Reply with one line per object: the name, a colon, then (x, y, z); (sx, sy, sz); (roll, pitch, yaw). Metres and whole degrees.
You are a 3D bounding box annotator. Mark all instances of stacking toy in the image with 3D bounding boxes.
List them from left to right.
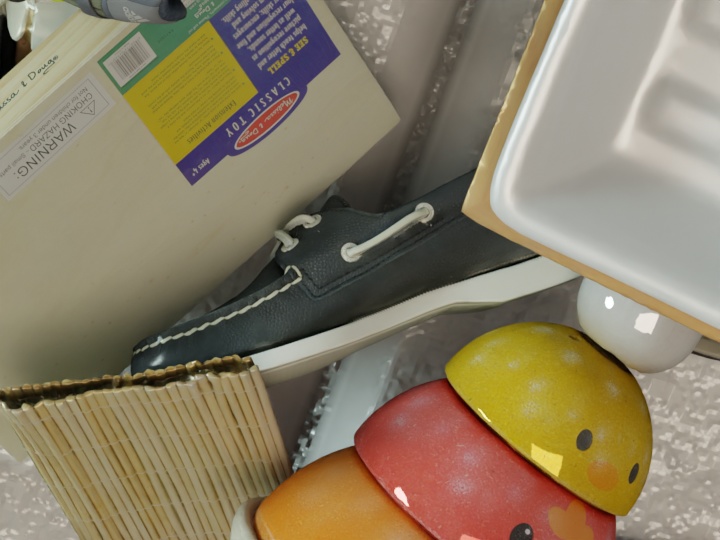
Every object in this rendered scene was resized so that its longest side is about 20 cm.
stacking toy: (0.058, 0.068, 0.962); (0.146, 0.146, 0.201); (33, 100, -15)

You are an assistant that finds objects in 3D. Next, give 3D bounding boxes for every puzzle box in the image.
puzzle box: (-0.087, -0.033, 0.941); (0.200, 0.025, 0.133); (-42, 139, -5)

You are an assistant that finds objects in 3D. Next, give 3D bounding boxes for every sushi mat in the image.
sushi mat: (-0.074, 0.077, 0.989); (0.095, 0.012, 0.200); (-9, 157, 1)

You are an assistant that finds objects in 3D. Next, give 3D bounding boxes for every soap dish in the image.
soap dish: (0.143, -0.078, 0.887); (0.157, 0.081, 0.201); (26, 107, 11)

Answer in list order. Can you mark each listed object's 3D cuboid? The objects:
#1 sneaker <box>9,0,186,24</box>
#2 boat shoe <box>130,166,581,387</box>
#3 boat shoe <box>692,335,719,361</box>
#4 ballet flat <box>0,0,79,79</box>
sneaker: (-0.044, -0.162, 0.884); (0.081, 0.074, 0.201); (29, 80, 26)
boat shoe: (0.000, 0.000, 0.982); (0.199, 0.076, 0.061); (-18, 87, -19)
boat shoe: (0.202, 0.008, 1.009); (0.198, 0.063, 0.073); (-6, 73, -2)
ballet flat: (-0.108, -0.074, 0.962); (0.072, 0.073, 0.201); (9, 113, -6)
